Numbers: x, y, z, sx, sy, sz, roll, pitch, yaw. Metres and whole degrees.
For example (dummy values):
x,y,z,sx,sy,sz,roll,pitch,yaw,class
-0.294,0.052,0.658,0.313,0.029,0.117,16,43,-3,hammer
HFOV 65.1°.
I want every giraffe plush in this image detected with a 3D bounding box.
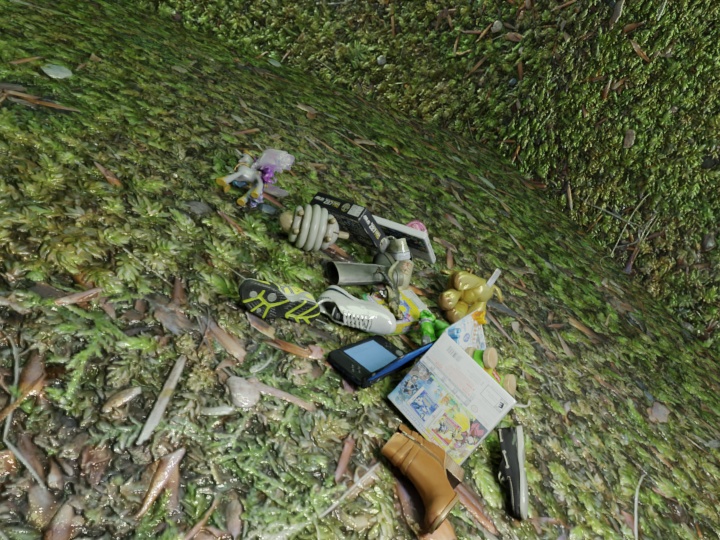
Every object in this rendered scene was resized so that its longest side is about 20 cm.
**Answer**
x,y,z,sx,sy,sz,roll,pitch,yaw,class
0.299,0.055,1.644,0.174,0.199,0.162,53,-7,-21,giraffe plush

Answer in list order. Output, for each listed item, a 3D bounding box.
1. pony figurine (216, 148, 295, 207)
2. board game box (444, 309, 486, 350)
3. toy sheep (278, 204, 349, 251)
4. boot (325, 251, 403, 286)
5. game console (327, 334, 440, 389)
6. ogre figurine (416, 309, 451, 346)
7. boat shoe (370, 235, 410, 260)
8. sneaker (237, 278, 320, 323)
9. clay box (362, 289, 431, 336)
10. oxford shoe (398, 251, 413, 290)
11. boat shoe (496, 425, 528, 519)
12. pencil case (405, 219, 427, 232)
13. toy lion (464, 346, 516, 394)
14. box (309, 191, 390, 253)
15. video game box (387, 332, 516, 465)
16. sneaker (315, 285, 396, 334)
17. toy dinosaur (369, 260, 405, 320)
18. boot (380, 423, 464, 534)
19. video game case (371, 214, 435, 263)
x,y,z,sx,sy,sz,roll,pitch,yaw,class
-0.296,-0.268,1.606,0.190,0.168,0.202,20,43,-3,pony figurine
0.270,0.212,1.338,0.199,0.025,0.204,-18,97,-56,board game box
-0.125,-0.113,1.511,0.197,0.139,0.139,18,29,-13,toy sheep
0.000,-0.002,1.522,0.196,0.074,0.182,-4,18,-20,boot
0.058,0.166,1.218,0.169,0.120,0.198,32,25,30,game console
0.206,0.193,1.362,0.203,0.097,0.120,64,27,-10,ogre figurine
0.089,-0.069,1.634,0.071,0.063,0.199,-7,9,-24,boat shoe
-0.184,0.062,1.244,0.198,0.076,0.077,24,18,-35,sneaker
0.092,0.107,1.453,0.198,0.048,0.115,-3,43,-45,clay box
0.116,0.004,1.617,0.070,0.075,0.201,25,28,-9,oxford shoe
0.309,0.409,1.157,0.059,0.075,0.202,-7,43,17,boat shoe
0.176,-0.117,1.807,0.082,0.087,0.200,35,9,0,pencil case
0.268,0.283,1.252,0.200,0.068,0.194,47,53,-39,toy lion
-0.030,-0.133,1.571,0.198,0.049,0.162,22,-21,40,box
0.184,0.263,1.147,0.200,0.182,0.047,44,2,25,video game box
-0.013,0.107,1.319,0.197,0.078,0.081,20,22,11,sneaker
0.068,0.041,1.417,0.087,0.047,0.203,25,44,-28,toy dinosaur
0.101,0.367,1.013,0.154,0.074,0.200,37,16,9,boot
0.118,-0.093,1.664,0.197,0.024,0.182,21,-15,23,video game case
